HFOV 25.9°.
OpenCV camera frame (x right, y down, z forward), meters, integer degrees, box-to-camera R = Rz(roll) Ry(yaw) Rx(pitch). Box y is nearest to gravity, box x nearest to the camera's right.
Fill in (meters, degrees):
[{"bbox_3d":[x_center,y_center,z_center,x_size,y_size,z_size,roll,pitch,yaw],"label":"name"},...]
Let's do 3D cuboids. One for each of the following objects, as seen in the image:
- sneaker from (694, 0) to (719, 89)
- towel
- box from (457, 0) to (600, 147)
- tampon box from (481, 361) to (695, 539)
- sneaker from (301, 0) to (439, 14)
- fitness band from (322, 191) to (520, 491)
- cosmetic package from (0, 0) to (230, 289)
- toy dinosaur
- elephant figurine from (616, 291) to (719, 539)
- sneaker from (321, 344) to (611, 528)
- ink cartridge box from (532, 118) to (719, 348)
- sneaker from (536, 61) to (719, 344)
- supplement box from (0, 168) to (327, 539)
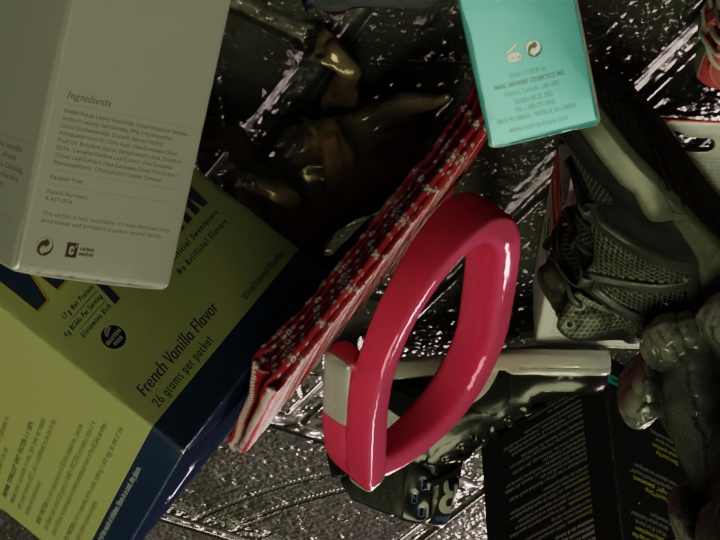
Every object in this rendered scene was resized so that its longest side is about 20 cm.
[{"bbox_3d":[0.197,-0.117,0.770,0.086,0.075,0.200,-17,147,31],"label":"sneaker"},{"bbox_3d":[0.000,0.000,0.809,0.022,0.201,0.145,37,159,4],"label":"towel"},{"bbox_3d":[0.054,-0.160,0.645,0.048,0.082,0.202,-12,109,7],"label":"box"},{"bbox_3d":[0.179,0.195,1.067,0.149,0.202,0.126,28,134,-30],"label":"tampon box"},{"bbox_3d":[0.057,-0.167,0.743,0.197,0.076,0.088,-8,170,6],"label":"sneaker"},{"bbox_3d":[0.037,0.044,0.883,0.037,0.143,0.201,34,148,23],"label":"fitness band"},{"bbox_3d":[-0.120,-0.105,0.671,0.084,0.203,0.107,9,-171,-43],"label":"cosmetic package"},{"bbox_3d":[-0.016,-0.048,0.864,0.199,0.087,0.135,-32,134,25],"label":"toy dinosaur"},{"bbox_3d":[0.210,0.123,0.805,0.153,0.202,0.142,2,148,-19],"label":"elephant figurine"},{"bbox_3d":[0.071,0.108,1.010,0.198,0.114,0.073,-6,177,27],"label":"sneaker"},{"bbox_3d":[0.163,-0.032,0.905,0.107,0.051,0.201,2,141,0],"label":"ink cartridge box"},{"bbox_3d":[0.127,-0.022,0.816,0.113,0.077,0.199,-25,139,21],"label":"sneaker"},{"bbox_3d":[-0.157,0.029,0.838,0.199,0.135,0.200,37,144,3],"label":"supplement box"}]
